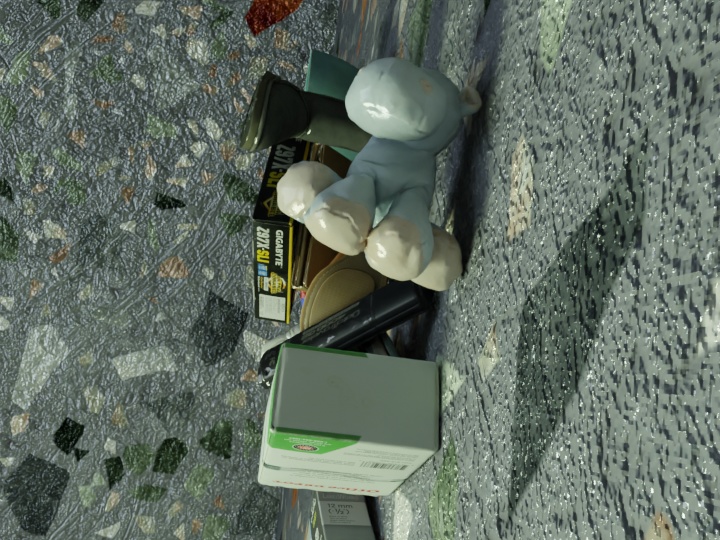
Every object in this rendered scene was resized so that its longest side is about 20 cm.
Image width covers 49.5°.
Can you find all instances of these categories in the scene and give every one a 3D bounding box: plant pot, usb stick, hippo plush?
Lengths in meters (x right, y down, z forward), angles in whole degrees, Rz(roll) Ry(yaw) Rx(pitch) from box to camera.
[{"bbox_3d":[-0.027,-0.239,1.248,0.200,0.133,0.203,-172,90,-83],"label":"plant pot"},{"bbox_3d":[-0.017,0.061,0.770,0.033,0.199,0.056,51,-159,-26],"label":"usb stick"},{"bbox_3d":[0.046,-0.088,0.662,0.199,0.159,0.162,8,-68,-57],"label":"hippo plush"}]

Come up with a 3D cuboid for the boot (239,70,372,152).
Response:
[{"bbox_3d":[-0.019,-0.145,0.822,0.182,0.198,0.073,-83,18,-59],"label":"boot"}]

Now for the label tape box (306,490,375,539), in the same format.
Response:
[{"bbox_3d":[-0.032,0.334,0.932,0.200,0.065,0.145,-118,35,-67],"label":"label tape box"}]

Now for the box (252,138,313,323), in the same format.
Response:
[{"bbox_3d":[-0.089,-0.066,0.928,0.161,0.049,0.201,95,-178,-46],"label":"box"}]

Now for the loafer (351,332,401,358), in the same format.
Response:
[{"bbox_3d":[0.008,0.103,0.837,0.200,0.062,0.072,144,101,-85],"label":"loafer"}]

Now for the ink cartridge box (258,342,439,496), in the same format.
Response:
[{"bbox_3d":[-0.019,0.150,0.744,0.200,0.145,0.084,113,163,-61],"label":"ink cartridge box"}]

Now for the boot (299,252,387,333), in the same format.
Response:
[{"bbox_3d":[0.000,0.000,0.876,0.155,0.076,0.202,45,-115,-84],"label":"boot"}]

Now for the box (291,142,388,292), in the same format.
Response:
[{"bbox_3d":[-0.012,-0.043,0.937,0.200,0.021,0.166,22,-107,-60],"label":"box"}]

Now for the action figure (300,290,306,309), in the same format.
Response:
[{"bbox_3d":[-0.077,0.102,1.000,0.202,0.098,0.065,66,164,1],"label":"action figure"}]

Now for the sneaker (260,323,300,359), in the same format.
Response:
[{"bbox_3d":[-0.080,0.174,1.108,0.075,0.080,0.202,-118,8,-70],"label":"sneaker"}]
